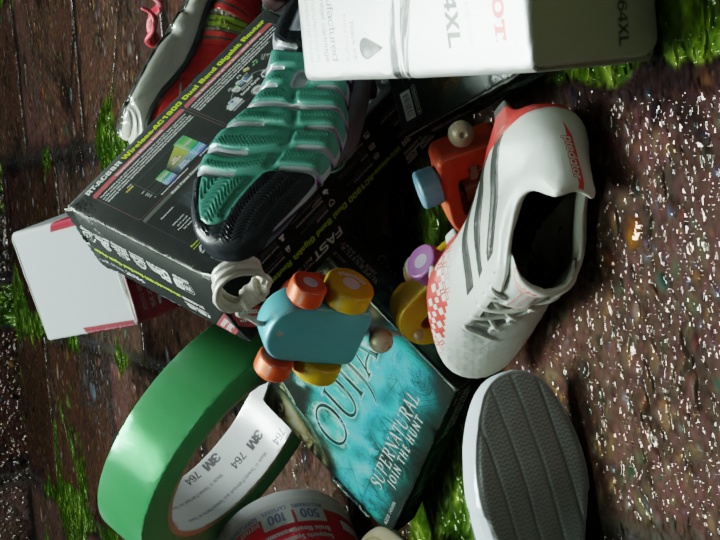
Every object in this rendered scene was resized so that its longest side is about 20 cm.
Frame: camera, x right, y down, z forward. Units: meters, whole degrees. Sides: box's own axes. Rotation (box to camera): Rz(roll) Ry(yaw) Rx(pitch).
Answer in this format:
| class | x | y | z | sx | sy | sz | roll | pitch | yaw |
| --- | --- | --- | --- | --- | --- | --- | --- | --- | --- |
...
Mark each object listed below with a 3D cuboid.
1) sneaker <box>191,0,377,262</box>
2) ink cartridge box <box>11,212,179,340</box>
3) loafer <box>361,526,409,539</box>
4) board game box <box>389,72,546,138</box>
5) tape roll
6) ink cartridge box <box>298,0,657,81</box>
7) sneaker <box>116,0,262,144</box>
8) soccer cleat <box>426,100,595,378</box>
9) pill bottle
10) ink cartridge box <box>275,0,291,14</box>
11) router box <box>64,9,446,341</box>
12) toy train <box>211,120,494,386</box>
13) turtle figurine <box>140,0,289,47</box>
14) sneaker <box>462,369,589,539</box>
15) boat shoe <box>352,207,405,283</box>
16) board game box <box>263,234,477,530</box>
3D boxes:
| class | x | y | z | sx | sy | sz | roll | pitch | yaw |
| --- | --- | --- | --- | --- | --- | --- | --- | --- | --- |
| sneaker | -0.030 | -0.066 | 1.146 | 0.088 | 0.074 | 0.201 | 71 | -145 | -46 |
| ink cartridge box | -0.121 | -0.027 | 1.429 | 0.145 | 0.199 | 0.083 | -11 | 100 | 56 |
| loafer | 0.027 | 0.217 | 1.314 | 0.076 | 0.067 | 0.200 | 49 | 164 | -8 |
| board game box | 0.045 | -0.191 | 1.140 | 0.135 | 0.028 | 0.202 | -24 | 78 | 54 |
| tape roll | -0.105 | 0.120 | 1.477 | 0.048 | 0.200 | 0.201 | 37 | 141 | 21 |
| ink cartridge box | 0.052 | -0.174 | 1.035 | 0.199 | 0.084 | 0.147 | 4 | 101 | 56 |
| sneaker | -0.091 | -0.152 | 1.387 | 0.201 | 0.085 | 0.077 | -61 | 8 | -19 |
| soccer cleat | 0.084 | -0.001 | 1.108 | 0.086 | 0.068 | 0.201 | -108 | 25 | -44 |
| pill bottle | -0.032 | 0.266 | 1.484 | 0.201 | 0.111 | 0.113 | -116 | 27 | -47 |
| ink cartridge box | -0.100 | -0.225 | 1.652 | 0.200 | 0.047 | 0.199 | -151 | 56 | -66 |
| router box | -0.065 | -0.064 | 1.273 | 0.149 | 0.200 | 0.062 | 25 | 154 | 42 |
| toy train | 0.011 | -0.015 | 1.177 | 0.056 | 0.199 | 0.151 | -115 | 1 | -47 |
| turtle figurine | -0.092 | -0.166 | 1.497 | 0.199 | 0.100 | 0.151 | -15 | 86 | 50 |
| sneaker | 0.089 | 0.158 | 1.128 | 0.071 | 0.072 | 0.202 | 155 | 108 | -68 |
| boat shoe | 0.000 | 0.000 | 1.370 | 0.074 | 0.062 | 0.201 | 5 | 120 | 56 |
| board game box | 0.003 | 0.075 | 1.328 | 0.135 | 0.028 | 0.201 | 45 | 148 | 18 |
